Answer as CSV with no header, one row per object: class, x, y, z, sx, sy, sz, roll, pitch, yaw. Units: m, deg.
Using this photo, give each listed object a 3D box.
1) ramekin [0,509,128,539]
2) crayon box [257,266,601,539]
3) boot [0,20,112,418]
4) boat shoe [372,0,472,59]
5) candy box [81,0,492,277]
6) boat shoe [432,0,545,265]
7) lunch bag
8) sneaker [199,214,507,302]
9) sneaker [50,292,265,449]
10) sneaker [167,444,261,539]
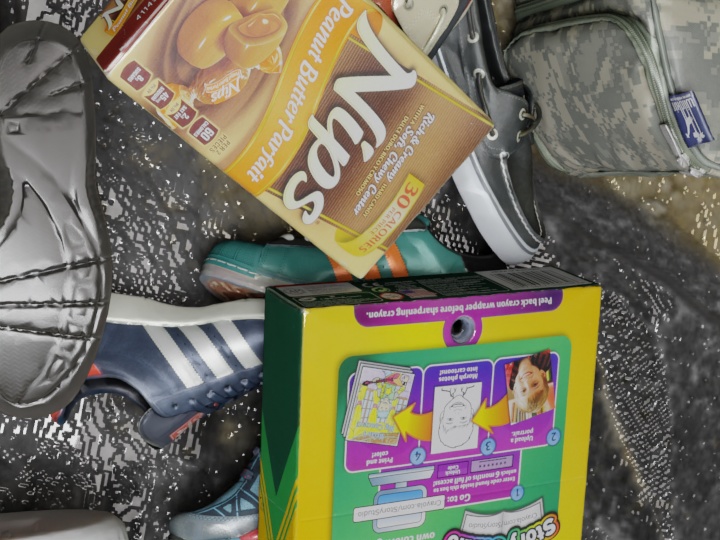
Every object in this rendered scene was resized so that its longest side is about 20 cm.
ramekin,-0.212,0.189,0.798,0.198,0.200,0.099,-4,87,-16
crayon box,0.040,0.093,0.858,0.198,0.058,0.175,-4,104,-28
boot,-0.183,-0.028,0.814,0.072,0.150,0.203,-3,93,-17
boat shoe,0.016,-0.149,0.854,0.071,0.062,0.201,33,109,13
candy box,-0.034,-0.098,0.779,0.116,0.055,0.200,-48,127,5
boat shoe,0.078,-0.102,0.905,0.056,0.069,0.202,-18,99,23
lunch bag,0.178,-0.139,0.889,0.138,0.200,0.170,-2,93,-21
sneaker,0.000,0.000,0.918,0.197,0.071,0.081,13,74,-14
sneaker,-0.091,0.064,0.871,0.197,0.075,0.086,2,72,0
sneaker,-0.035,0.112,0.914,0.198,0.079,0.097,-21,90,-23
